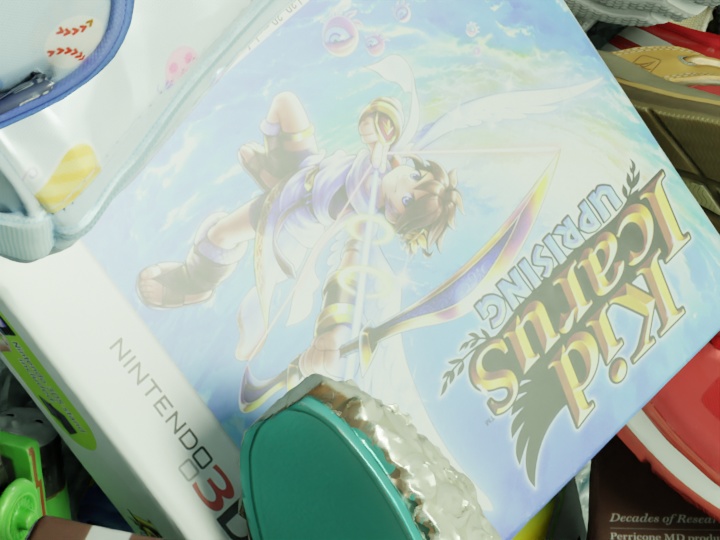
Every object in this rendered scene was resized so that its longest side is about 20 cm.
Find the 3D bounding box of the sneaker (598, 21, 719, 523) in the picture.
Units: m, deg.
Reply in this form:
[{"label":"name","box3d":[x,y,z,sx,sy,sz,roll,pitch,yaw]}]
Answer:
[{"label":"sneaker","box3d":[0.125,-0.009,0.991,0.078,0.200,0.116,3,135,-48]}]

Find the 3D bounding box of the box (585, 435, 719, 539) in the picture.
[{"label":"box","box3d":[0.113,0.159,1.001,0.100,0.075,0.200,87,7,-46]}]

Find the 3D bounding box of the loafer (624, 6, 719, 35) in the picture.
[{"label":"loafer","box3d":[0.137,-0.035,1.126,0.200,0.068,0.076,78,26,-46]}]

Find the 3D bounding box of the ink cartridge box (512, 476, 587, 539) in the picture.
[{"label":"ink cartridge box","box3d":[0.029,0.099,1.049,0.104,0.059,0.200,-50,143,-34]}]

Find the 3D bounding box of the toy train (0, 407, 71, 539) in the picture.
[{"label":"toy train","box3d":[-0.102,0.129,0.886,0.056,0.042,0.200,-46,141,-50]}]

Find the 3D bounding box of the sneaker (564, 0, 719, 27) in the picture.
[{"label":"sneaker","box3d":[0.101,-0.153,0.851,0.200,0.075,0.082,113,-13,-48]}]

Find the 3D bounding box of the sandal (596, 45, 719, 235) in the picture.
[{"label":"sandal","box3d":[0.102,-0.042,0.953,0.054,0.200,0.080,-41,139,-33]}]

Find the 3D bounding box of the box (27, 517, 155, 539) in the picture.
[{"label":"box","box3d":[-0.062,0.175,0.820,0.200,0.075,0.100,80,26,-44]}]

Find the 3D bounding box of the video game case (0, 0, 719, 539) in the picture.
[{"label":"video game case","box3d":[0.000,0.000,0.858,0.200,0.045,0.181,-43,111,-20]}]

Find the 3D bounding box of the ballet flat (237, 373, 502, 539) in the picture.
[{"label":"ballet flat","box3d":[0.023,0.110,0.824,0.072,0.072,0.200,-38,114,-42]}]

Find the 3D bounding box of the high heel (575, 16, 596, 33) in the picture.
[{"label":"high heel","box3d":[0.125,-0.145,0.977,0.071,0.200,0.143,46,53,-6]}]

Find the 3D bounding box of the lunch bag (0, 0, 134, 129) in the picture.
[{"label":"lunch bag","box3d":[-0.144,-0.096,0.615,0.160,0.076,0.200,-23,126,-7]}]

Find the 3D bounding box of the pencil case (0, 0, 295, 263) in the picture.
[{"label":"pencil case","box3d":[-0.050,-0.092,0.780,0.200,0.091,0.083,-44,180,-21]}]

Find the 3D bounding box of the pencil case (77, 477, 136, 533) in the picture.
[{"label":"pencil case","box3d":[-0.013,0.013,0.922,0.087,0.078,0.200,35,76,-34]}]
